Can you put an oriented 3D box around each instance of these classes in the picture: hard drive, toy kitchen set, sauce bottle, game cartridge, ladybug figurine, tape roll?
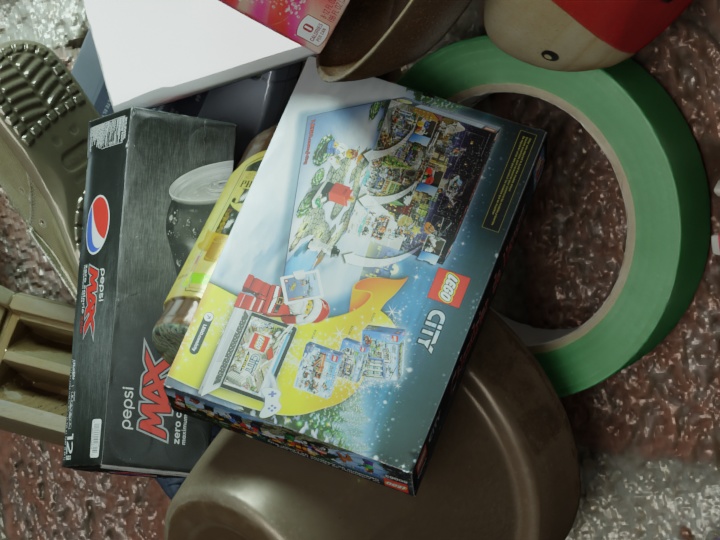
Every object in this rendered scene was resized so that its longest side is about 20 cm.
[{"bbox_3d":[-0.062,-0.178,1.309,0.199,0.025,0.133,-16,89,13],"label":"hard drive"},{"bbox_3d":[-0.225,-0.012,1.395,0.179,0.200,0.164,12,71,27],"label":"toy kitchen set"},{"bbox_3d":[-0.048,-0.032,1.283,0.064,0.201,0.065,19,153,10],"label":"sauce bottle"},{"bbox_3d":[-0.113,-0.095,1.387,0.133,0.041,0.201,38,116,21],"label":"game cartridge"},{"bbox_3d":[0.143,-0.177,1.162,0.072,0.135,0.200,45,112,24],"label":"ladybug figurine"},{"bbox_3d":[0.091,-0.031,1.277,0.199,0.048,0.202,6,103,28],"label":"tape roll"}]

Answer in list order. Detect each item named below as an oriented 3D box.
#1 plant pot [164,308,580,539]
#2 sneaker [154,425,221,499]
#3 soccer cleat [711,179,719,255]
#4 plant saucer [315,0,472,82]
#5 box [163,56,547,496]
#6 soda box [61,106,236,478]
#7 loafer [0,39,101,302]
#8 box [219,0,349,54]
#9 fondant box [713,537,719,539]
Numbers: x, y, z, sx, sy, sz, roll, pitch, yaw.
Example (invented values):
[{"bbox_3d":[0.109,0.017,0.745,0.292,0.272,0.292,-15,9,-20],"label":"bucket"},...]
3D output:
[{"bbox_3d":[-0.007,0.122,1.258,0.199,0.174,0.201,25,133,30],"label":"plant pot"},{"bbox_3d":[-0.064,0.153,1.382,0.200,0.084,0.075,35,115,19],"label":"sneaker"},{"bbox_3d":[0.224,-0.091,1.183,0.076,0.067,0.201,9,107,21],"label":"soccer cleat"},{"bbox_3d":[0.041,-0.178,1.186,0.037,0.201,0.201,27,118,-16],"label":"plant saucer"},{"bbox_3d":[0.000,0.000,1.202,0.136,0.038,0.201,19,69,11],"label":"box"},{"bbox_3d":[-0.118,0.014,1.308,0.063,0.070,0.202,-10,74,62],"label":"soda box"},{"bbox_3d":[-0.164,-0.041,1.370,0.201,0.075,0.068,61,153,-3],"label":"loafer"},{"bbox_3d":[-0.021,-0.228,1.218,0.099,0.096,0.201,28,101,-16],"label":"box"},{"bbox_3d":[0.201,0.254,1.271,0.144,0.058,0.201,-28,87,31],"label":"fondant box"}]
